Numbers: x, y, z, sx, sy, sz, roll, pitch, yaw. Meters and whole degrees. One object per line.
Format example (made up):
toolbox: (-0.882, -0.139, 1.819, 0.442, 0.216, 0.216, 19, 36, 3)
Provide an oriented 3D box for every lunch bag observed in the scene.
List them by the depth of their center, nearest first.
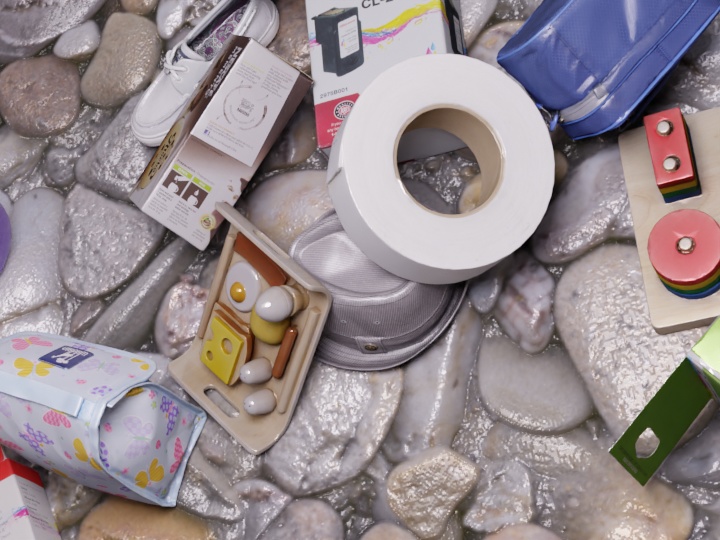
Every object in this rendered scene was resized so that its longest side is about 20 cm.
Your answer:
lunch bag: (0.230, -0.210, 1.548, 0.132, 0.136, 0.200, 42, 84, -9)
lunch bag: (-0.264, 0.133, 1.601, 0.168, 0.200, 0.128, 13, 76, 26)

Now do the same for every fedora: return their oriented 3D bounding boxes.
fedora: (0.000, 0.000, 1.605, 0.198, 0.090, 0.178, 10, 75, 25)

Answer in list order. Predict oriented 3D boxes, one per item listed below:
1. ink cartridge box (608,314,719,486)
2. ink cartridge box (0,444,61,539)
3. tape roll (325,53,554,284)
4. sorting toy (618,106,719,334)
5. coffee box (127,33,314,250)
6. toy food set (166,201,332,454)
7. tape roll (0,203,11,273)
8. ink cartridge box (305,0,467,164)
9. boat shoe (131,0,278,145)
ink cartridge box: (0.311, 0.111, 1.409, 0.076, 0.148, 0.200, 39, 89, 27)
ink cartridge box: (-0.362, 0.268, 1.664, 0.116, 0.067, 0.201, -29, 63, 9)
tape roll: (0.072, -0.092, 1.535, 0.201, 0.071, 0.204, 2, 79, -12)
sorting toy: (0.338, -0.065, 1.507, 0.198, 0.070, 0.200, -13, 67, 16)
coffee box: (-0.141, -0.130, 1.679, 0.201, 0.080, 0.113, -57, 17, 0)
toy food set: (-0.114, 0.055, 1.603, 0.143, 0.060, 0.201, 39, 124, 30)
tape roll: (-0.466, -0.023, 1.739, 0.200, 0.200, 0.085, -48, 62, -1)
ink cartridge box: (0.027, -0.213, 1.678, 0.145, 0.083, 0.202, -13, 67, 18)
boat shoe: (-0.169, -0.216, 1.757, 0.200, 0.069, 0.072, -40, 62, 4)
